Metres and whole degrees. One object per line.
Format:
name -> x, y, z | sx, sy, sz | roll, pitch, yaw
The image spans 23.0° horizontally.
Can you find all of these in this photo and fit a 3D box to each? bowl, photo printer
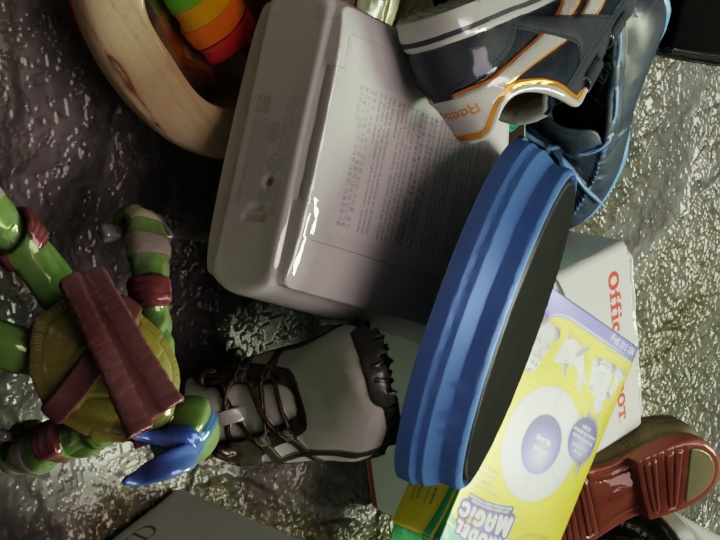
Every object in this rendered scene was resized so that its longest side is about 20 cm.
bowl -> 0.074, 0.027, 0.990 | 0.201, 0.039, 0.201 | 19, 90, -79
photo printer -> 0.010, -0.051, 0.997 | 0.200, 0.069, 0.167 | 15, 85, -52

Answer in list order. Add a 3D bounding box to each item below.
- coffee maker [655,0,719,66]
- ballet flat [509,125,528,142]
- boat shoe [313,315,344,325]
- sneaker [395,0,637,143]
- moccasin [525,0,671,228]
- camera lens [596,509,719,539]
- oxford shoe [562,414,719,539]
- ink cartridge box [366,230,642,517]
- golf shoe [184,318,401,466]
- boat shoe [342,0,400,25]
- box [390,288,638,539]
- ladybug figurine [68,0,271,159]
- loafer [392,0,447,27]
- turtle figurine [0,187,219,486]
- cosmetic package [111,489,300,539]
coffee maker -> 0.258, -0.241, 1.216 | 0.135, 0.191, 0.201 | -13, 112, -60
ballet flat -> 0.081, -0.096, 1.153 | 0.069, 0.069, 0.201 | -28, 128, -37
boat shoe -> 0.000, 0.000, 1.101 | 0.200, 0.070, 0.072 | -12, 103, -46
sneaker -> 0.100, -0.130, 0.992 | 0.200, 0.078, 0.080 | -29, 104, -40
moccasin -> 0.142, -0.111, 1.191 | 0.068, 0.080, 0.201 | -30, 142, -43
camera lens -> 0.227, 0.267, 1.333 | 0.200, 0.160, 0.161 | 30, 79, -45
oxford shoe -> 0.153, 0.152, 1.274 | 0.199, 0.075, 0.071 | -11, 115, -8
ink cartridge box -> 0.097, 0.071, 1.207 | 0.200, 0.084, 0.145 | -24, 116, -38
golf shoe -> -0.046, 0.080, 0.994 | 0.094, 0.200, 0.078 | -11, 81, -27
boat shoe -> -0.021, -0.156, 1.039 | 0.066, 0.074, 0.201 | -15, 111, -47
box -> 0.095, 0.115, 1.126 | 0.117, 0.048, 0.201 | 31, 81, -43
ladybug figurine -> -0.098, -0.150, 0.962 | 0.136, 0.072, 0.200 | -46, 129, -22
loafer -> 0.046, -0.156, 1.070 | 0.075, 0.068, 0.201 | -7, 130, -30
turtle figurine -> -0.164, 0.028, 0.932 | 0.194, 0.200, 0.144 | 38, 116, -20
cosmetic package -> -0.077, 0.257, 0.996 | 0.167, 0.200, 0.167 | -36, 124, -34
